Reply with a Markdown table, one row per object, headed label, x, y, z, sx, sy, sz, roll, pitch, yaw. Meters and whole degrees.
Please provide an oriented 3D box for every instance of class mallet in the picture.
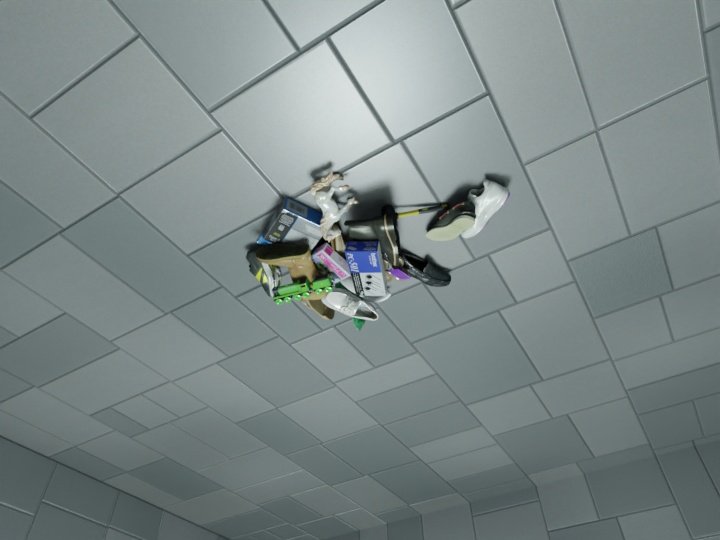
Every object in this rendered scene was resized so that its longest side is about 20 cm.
| label | x | y | z | sx | sy | sz | roll | pitch | yaw |
| --- | --- | --- | --- | --- | --- | --- | --- | --- | --- |
| mallet | 0.157 | -0.176 | 1.543 | 0.200 | 0.066 | 0.041 | -16 | 144 | -7 |

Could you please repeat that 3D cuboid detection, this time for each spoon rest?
| label | x | y | z | sx | sy | sz | roll | pitch | yaw |
| --- | --- | --- | --- | --- | --- | --- | --- | --- | --- |
| spoon rest | 0.005 | 0.058 | 1.728 | 0.200 | 0.099 | 0.061 | 23 | 112 | -32 |

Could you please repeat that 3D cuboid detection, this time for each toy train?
| label | x | y | z | sx | sy | sz | roll | pitch | yaw |
| --- | --- | --- | --- | --- | --- | --- | --- | --- | --- |
| toy train | -0.173 | 0.054 | 1.573 | 0.200 | 0.042 | 0.056 | -14 | 125 | 14 |

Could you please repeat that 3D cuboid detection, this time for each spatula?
| label | x | y | z | sx | sy | sz | roll | pitch | yaw |
| --- | --- | --- | --- | --- | --- | --- | --- | --- | --- |
| spatula | 0.077 | -0.036 | 1.608 | 0.200 | 0.021 | 0.056 | 49 | 150 | -19 |

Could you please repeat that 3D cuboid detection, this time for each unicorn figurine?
| label | x | y | z | sx | sy | sz | roll | pitch | yaw |
| --- | --- | --- | --- | --- | --- | --- | --- | --- | --- |
| unicorn figurine | -0.076 | -0.173 | 1.485 | 0.137 | 0.074 | 0.200 | -35 | 112 | -3 |

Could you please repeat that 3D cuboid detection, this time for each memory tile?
| label | x | y | z | sx | sy | sz | roll | pitch | yaw |
| --- | --- | --- | --- | --- | --- | --- | --- | --- | --- |
| memory tile | 0.055 | -0.042 | 1.639 | 0.153 | 0.017 | 0.200 | -7 | 127 | 24 |

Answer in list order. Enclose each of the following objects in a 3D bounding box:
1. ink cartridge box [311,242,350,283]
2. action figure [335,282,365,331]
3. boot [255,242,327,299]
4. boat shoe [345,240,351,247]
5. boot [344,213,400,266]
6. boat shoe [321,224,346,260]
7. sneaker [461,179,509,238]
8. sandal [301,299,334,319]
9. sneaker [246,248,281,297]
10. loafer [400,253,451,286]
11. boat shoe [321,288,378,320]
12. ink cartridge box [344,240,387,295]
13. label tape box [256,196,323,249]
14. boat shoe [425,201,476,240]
| label | x | y | z | sx | sy | sz | roll | pitch | yaw |
| --- | --- | --- | --- | --- | --- | --- | --- | --- | --- |
| ink cartridge box | -0.122 | -0.004 | 1.631 | 0.119 | 0.042 | 0.200 | 43 | 144 | -17 |
| action figure | -0.040 | 0.093 | 1.762 | 0.055 | 0.118 | 0.200 | -13 | 126 | 28 |
| boot | -0.205 | 0.010 | 1.596 | 0.175 | 0.066 | 0.200 | 2 | 139 | 15 |
| boat shoe | 0.000 | 0.000 | 1.625 | 0.071 | 0.072 | 0.200 | -27 | 119 | 16 |
| boot | 0.040 | -0.086 | 1.522 | 0.138 | 0.078 | 0.200 | -4 | 139 | 10 |
| boat shoe | -0.069 | -0.068 | 1.622 | 0.065 | 0.072 | 0.200 | -34 | 141 | -27 |
| sneaker | 0.337 | -0.179 | 1.530 | 0.100 | 0.075 | 0.200 | 31 | 129 | -4 |
| sandal | -0.163 | 0.105 | 1.778 | 0.070 | 0.078 | 0.212 | -2 | 147 | 27 |
| sneaker | -0.305 | 0.002 | 1.684 | 0.084 | 0.075 | 0.200 | 8 | 133 | 13 |
| loafer | 0.203 | -0.002 | 1.684 | 0.200 | 0.068 | 0.070 | 19 | 139 | -14 |
| boat shoe | -0.027 | 0.110 | 1.688 | 0.200 | 0.069 | 0.071 | 20 | 96 | -26 |
| ink cartridge box | 0.019 | -0.003 | 1.538 | 0.094 | 0.044 | 0.200 | 0 | 140 | 12 |
| label tape box | -0.205 | -0.104 | 1.576 | 0.143 | 0.066 | 0.200 | 24 | 128 | -22 |
| boat shoe | 0.261 | -0.138 | 1.537 | 0.074 | 0.063 | 0.201 | 19 | 156 | -22 |
